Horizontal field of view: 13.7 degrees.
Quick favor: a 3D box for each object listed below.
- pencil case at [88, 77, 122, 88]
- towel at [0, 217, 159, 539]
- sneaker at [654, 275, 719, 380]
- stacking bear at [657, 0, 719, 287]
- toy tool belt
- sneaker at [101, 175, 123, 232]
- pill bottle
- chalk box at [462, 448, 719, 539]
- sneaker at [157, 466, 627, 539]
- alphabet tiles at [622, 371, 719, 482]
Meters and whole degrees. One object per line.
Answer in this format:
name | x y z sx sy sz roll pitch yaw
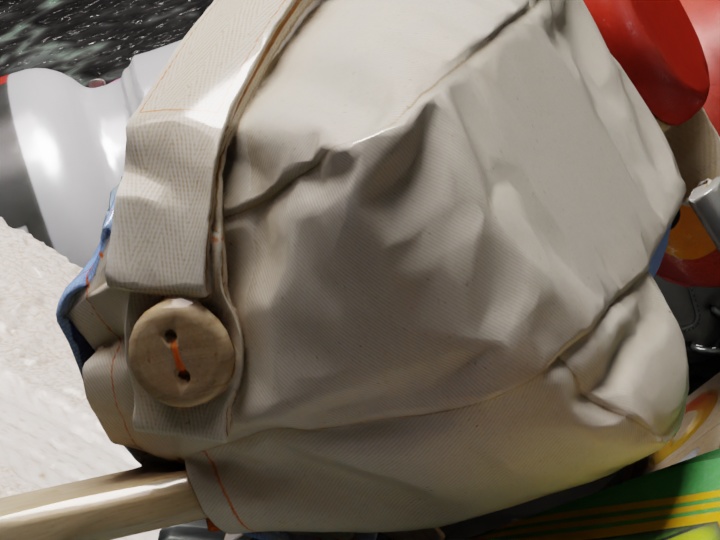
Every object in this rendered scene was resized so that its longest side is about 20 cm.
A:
pencil case | -0.024 -0.065 1.143 0.199 0.087 0.083 -23 -18 -7
towel | -0.077 0.049 0.766 0.199 0.035 0.132 27 37 25
sneaker | 0.109 -0.020 0.830 0.076 0.091 0.200 -1 -27 -39
stacking bear | 0.135 -0.054 0.705 0.199 0.122 0.114 -22 21 34
toy tool belt | -0.002 -0.006 0.614 0.123 0.125 0.200 -29 10 22
sneaker | 0.000 0.000 0.904 0.078 0.066 0.200 -4 -5 23
pill bottle | -0.134 -0.002 1.035 0.199 0.116 0.116 -21 20 1
chalk box | 0.010 0.133 0.537 0.199 0.125 0.125 -20 19 3
sneaker | 0.001 0.072 0.685 0.073 0.082 0.200 24 30 22
alphabet tiles | 0.055 0.077 0.682 0.200 0.008 0.167 -41 10 27
